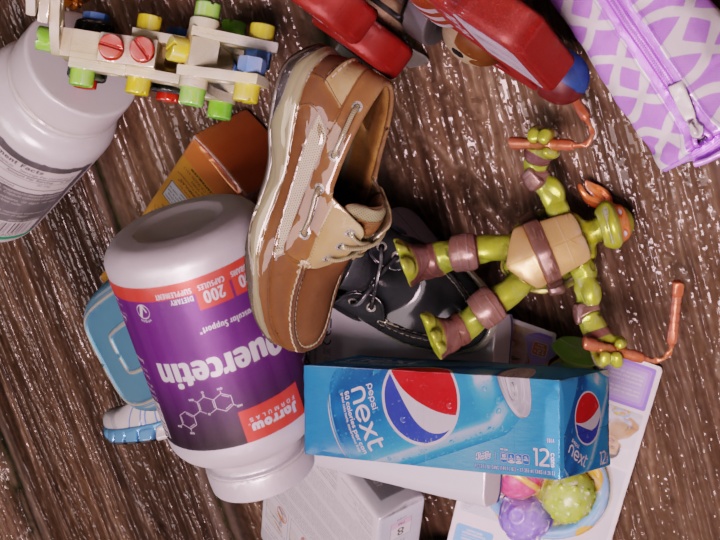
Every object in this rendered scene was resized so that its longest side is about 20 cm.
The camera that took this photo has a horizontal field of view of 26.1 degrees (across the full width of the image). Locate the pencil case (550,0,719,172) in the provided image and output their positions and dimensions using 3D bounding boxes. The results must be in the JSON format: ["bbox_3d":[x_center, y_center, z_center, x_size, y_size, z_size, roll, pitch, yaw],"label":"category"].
[{"bbox_3d":[0.156,-0.148,0.891,0.084,0.085,0.200,-36,89,35],"label":"pencil case"}]

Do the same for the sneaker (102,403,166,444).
[{"bbox_3d":[-0.151,0.098,1.313,0.200,0.075,0.087,-15,87,42],"label":"sneaker"}]

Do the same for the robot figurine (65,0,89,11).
[{"bbox_3d":[-0.227,-0.274,1.112,0.145,0.058,0.200,45,160,9],"label":"robot figurine"}]

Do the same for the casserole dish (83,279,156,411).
[{"bbox_3d":[-0.150,0.045,1.193,0.200,0.039,0.121,-29,90,46],"label":"casserole dish"}]

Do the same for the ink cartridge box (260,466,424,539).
[{"bbox_3d":[-0.019,0.195,1.236,0.163,0.057,0.200,48,151,36],"label":"ink cartridge box"}]

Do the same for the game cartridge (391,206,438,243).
[{"bbox_3d":[0.036,0.055,1.145,0.133,0.041,0.200,-17,104,47],"label":"game cartridge"}]

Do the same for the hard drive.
[{"bbox_3d":[0.014,0.083,1.110,0.200,0.025,0.132,8,98,36],"label":"hard drive"}]

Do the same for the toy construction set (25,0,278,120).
[{"bbox_3d":[-0.158,-0.162,1.098,0.200,0.131,0.092,24,89,-4],"label":"toy construction set"}]

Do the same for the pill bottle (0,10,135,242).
[{"bbox_3d":[-0.264,-0.114,1.239,0.113,0.113,0.200,53,135,1],"label":"pill bottle"}]

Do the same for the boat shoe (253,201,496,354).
[{"bbox_3d":[0.001,-0.002,1.058,0.199,0.066,0.075,36,105,29],"label":"boat shoe"}]

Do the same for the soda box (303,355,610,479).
[{"bbox_3d":[0.060,0.093,1.017,0.200,0.068,0.064,0,93,37],"label":"soda box"}]

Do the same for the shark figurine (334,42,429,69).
[{"bbox_3d":[-0.028,-0.228,1.008,0.215,0.089,0.128,57,170,9],"label":"shark figurine"}]

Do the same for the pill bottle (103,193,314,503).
[{"bbox_3d":[-0.095,0.056,1.068,0.112,0.112,0.200,2,119,39],"label":"pill bottle"}]

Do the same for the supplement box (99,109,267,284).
[{"bbox_3d":[-0.130,-0.035,1.208,0.069,0.067,0.200,47,134,8],"label":"supplement box"}]

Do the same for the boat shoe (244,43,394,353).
[{"bbox_3d":[-0.021,-0.039,0.979,0.074,0.076,0.200,19,117,26],"label":"boat shoe"}]

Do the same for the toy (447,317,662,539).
[{"bbox_3d":[0.128,0.140,1.083,0.115,0.047,0.200,18,116,13],"label":"toy"}]

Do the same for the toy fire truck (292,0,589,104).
[{"bbox_3d":[0.054,-0.155,0.907,0.168,0.200,0.112,39,95,18],"label":"toy fire truck"}]

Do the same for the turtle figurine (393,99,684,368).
[{"bbox_3d":[0.106,-0.018,0.994,0.161,0.064,0.200,-20,93,2],"label":"turtle figurine"}]
